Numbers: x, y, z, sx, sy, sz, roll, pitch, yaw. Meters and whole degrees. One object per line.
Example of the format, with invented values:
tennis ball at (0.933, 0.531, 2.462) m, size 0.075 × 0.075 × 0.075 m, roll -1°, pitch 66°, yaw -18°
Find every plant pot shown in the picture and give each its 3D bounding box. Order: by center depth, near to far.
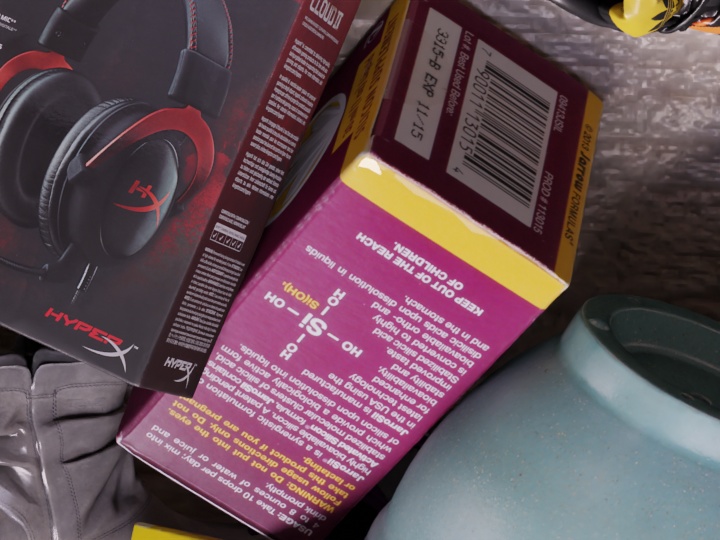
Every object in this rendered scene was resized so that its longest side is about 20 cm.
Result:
plant pot at (0.115, 0.094, 1.120) m, size 0.199 × 0.200 × 0.135 m, roll 21°, pitch 108°, yaw -6°

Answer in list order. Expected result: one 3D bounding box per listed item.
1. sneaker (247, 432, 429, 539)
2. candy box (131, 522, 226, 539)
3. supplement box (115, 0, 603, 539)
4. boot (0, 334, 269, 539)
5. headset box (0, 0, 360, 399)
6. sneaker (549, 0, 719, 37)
sneaker at (0.047, 0.121, 1.289) m, size 0.198 × 0.088 × 0.075 m, roll 13°, pitch 130°, yaw 2°
candy box at (-0.015, 0.140, 1.221) m, size 0.102 × 0.027 × 0.200 m, roll 15°, pitch 174°, yaw -29°
supplement box at (0.000, 0.000, 1.174) m, size 0.103 × 0.131 × 0.200 m, roll 32°, pitch 127°, yaw -13°
boot at (-0.114, 0.093, 1.306) m, size 0.199 × 0.070 × 0.133 m, roll 3°, pitch 102°, yaw -29°
headset box at (-0.100, -0.072, 1.097) m, size 0.148 × 0.075 × 0.201 m, roll 24°, pitch 90°, yaw 14°
sneaker at (0.127, -0.112, 1.081) m, size 0.199 × 0.090 × 0.070 m, roll 19°, pitch 130°, yaw -3°
